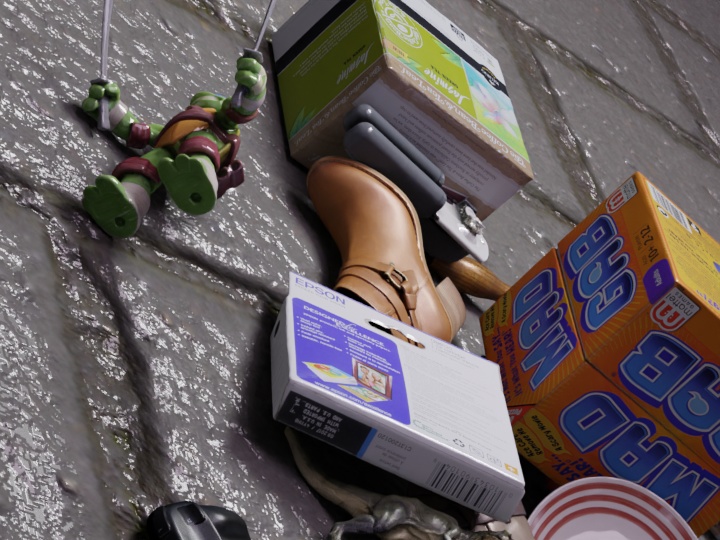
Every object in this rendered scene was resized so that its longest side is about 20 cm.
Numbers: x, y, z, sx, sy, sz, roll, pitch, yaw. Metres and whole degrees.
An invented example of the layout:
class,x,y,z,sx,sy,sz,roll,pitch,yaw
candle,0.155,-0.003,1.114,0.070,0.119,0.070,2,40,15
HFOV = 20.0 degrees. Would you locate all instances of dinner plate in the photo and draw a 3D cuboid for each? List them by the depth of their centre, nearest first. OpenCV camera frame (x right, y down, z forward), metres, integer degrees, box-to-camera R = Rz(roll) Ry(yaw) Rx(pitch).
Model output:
class,x,y,z,sx,sy,sz,roll,pitch,yaw
dinner plate,0.203,0.266,1.637,0.199,0.024,0.201,11,65,-24

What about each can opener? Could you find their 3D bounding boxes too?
class,x,y,z,sx,sy,sz,roll,pitch,yaw
can opener,0.048,-0.068,1.820,0.200,0.066,0.053,45,25,-34

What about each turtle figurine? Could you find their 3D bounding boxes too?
class,x,y,z,sx,sy,sz,roll,pitch,yaw
turtle figurine,-0.147,-0.126,1.541,0.143,0.201,0.194,13,33,1

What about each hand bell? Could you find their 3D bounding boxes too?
class,x,y,z,sx,sy,sz,roll,pitch,yaw
hand bell,0.149,0.030,1.935,0.199,0.104,0.104,25,32,-21

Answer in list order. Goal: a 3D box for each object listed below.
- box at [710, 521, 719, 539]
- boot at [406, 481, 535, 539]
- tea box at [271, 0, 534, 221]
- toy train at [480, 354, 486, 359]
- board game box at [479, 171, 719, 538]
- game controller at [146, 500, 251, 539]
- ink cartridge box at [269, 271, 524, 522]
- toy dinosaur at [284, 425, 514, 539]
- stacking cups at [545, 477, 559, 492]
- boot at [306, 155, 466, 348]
class,x,y,z,sx,sy,sz,roll,pitch,yaw
box,0.348,0.153,2.059,0.137,0.040,0.200,-32,83,-36
boot,0.118,0.225,1.560,0.199,0.070,0.147,19,48,-37
tea box,0.037,-0.154,1.912,0.200,0.133,0.197,34,29,-33
toy train,0.119,0.098,1.814,0.046,0.034,0.200,56,24,9
board game box,0.247,0.083,1.742,0.200,0.200,0.200,39,20,-20
game controller,-0.067,0.234,1.290,0.201,0.042,0.104,60,11,21
ink cartridge box,0.025,0.093,1.558,0.197,0.044,0.200,25,21,-12
toy dinosaur,0.018,0.189,1.468,0.199,0.048,0.088,26,48,4
stacking cups,0.237,0.249,1.767,0.200,0.060,0.060,54,24,8
boot,0.000,0.000,1.717,0.201,0.077,0.155,58,28,-1
